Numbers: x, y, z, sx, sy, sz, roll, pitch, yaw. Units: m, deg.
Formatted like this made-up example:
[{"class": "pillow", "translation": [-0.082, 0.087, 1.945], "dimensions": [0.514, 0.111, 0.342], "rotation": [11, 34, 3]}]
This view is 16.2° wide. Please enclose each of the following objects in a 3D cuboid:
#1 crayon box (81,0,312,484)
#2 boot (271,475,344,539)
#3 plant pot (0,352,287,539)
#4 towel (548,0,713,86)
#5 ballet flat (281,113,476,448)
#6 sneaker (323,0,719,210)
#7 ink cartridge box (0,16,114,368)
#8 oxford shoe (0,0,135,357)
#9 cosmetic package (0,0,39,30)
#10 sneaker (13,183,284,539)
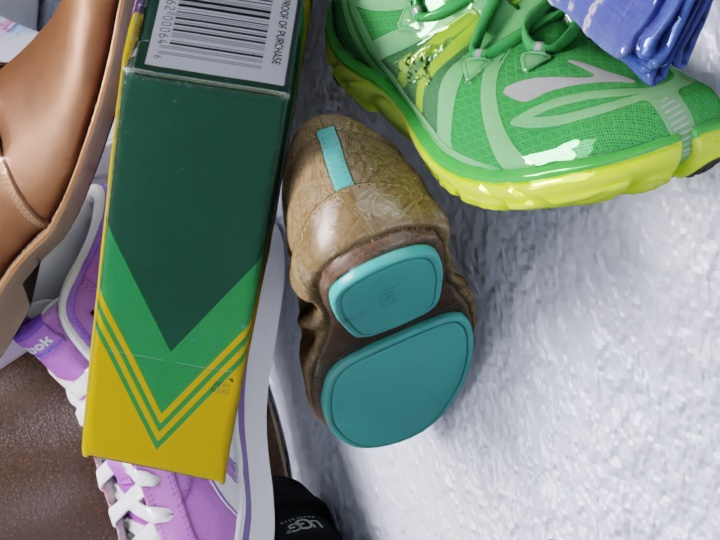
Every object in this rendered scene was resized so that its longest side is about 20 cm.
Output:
[{"class": "crayon box", "translation": [-0.052, -0.057, 0.905], "dimensions": [0.201, 0.058, 0.173], "rotation": [-83, 3, -49]}, {"class": "boot", "translation": [-0.015, 0.206, 1.033], "dimensions": [0.168, 0.076, 0.201], "rotation": [46, 134, 51]}, {"class": "plant pot", "translation": [-0.161, 0.102, 1.131], "dimensions": [0.187, 0.199, 0.188], "rotation": [37, 134, 51]}, {"class": "towel", "translation": [0.058, -0.160, 0.742], "dimensions": [0.200, 0.024, 0.145], "rotation": [45, 121, 44]}, {"class": "ballet flat", "translation": [0.000, 0.000, 0.881], "dimensions": [0.200, 0.067, 0.073], "rotation": [73, 175, -70]}, {"class": "sneaker", "translation": [0.042, -0.076, 0.800], "dimensions": [0.200, 0.074, 0.084], "rotation": [36, 137, 52]}, {"class": "ink cartridge box", "translation": [-0.195, -0.048, 1.113], "dimensions": [0.199, 0.147, 0.086], "rotation": [25, 130, 27]}, {"class": "oxford shoe", "translation": [-0.133, -0.046, 0.934], "dimensions": [0.200, 0.071, 0.072], "rotation": [-57, 17, 33]}, {"class": "cosmetic package", "translation": [-0.209, -0.140, 1.250], "dimensions": [0.102, 0.071, 0.201], "rotation": [55, 146, 38]}, {"class": "sneaker", "translation": [-0.096, 0.064, 1.012], "dimensions": [0.072, 0.114, 0.202], "rotation": [-18, 66, 47]}]
